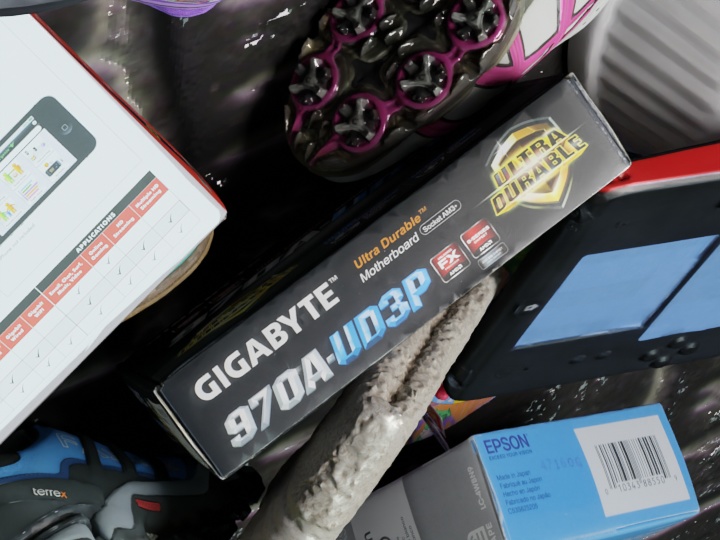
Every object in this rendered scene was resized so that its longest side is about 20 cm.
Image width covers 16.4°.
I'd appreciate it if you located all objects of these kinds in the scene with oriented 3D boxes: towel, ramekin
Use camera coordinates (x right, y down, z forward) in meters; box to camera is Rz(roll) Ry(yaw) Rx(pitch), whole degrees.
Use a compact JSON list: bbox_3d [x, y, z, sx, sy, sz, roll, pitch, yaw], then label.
[{"bbox_3d":[-0.003,0.068,1.022,0.133,0.034,0.200,-56,179,22],"label":"towel"},{"bbox_3d":[0.197,-0.116,1.126,0.202,0.094,0.203,-30,146,-23],"label":"ramekin"}]

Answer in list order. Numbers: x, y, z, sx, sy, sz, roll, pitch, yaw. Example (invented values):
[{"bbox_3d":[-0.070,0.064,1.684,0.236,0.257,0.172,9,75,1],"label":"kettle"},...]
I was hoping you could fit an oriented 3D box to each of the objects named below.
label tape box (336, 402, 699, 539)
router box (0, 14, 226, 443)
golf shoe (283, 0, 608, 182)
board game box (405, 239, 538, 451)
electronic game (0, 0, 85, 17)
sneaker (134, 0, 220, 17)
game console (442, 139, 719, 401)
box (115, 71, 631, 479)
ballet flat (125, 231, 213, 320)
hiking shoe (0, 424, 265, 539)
[{"bbox_3d":[0.049,0.136,1.251,0.143,0.067,0.200,-7,163,-44],"label":"label tape box"},{"bbox_3d":[-0.172,-0.011,0.815,0.200,0.049,0.180,-44,125,-1],"label":"router box"},{"bbox_3d":[0.056,-0.103,1.003,0.200,0.073,0.092,-44,149,-2],"label":"golf shoe"},{"bbox_3d":[0.064,0.017,1.174,0.158,0.039,0.200,-38,148,-10],"label":"board game box"},{"bbox_3d":[-0.106,-0.166,0.663,0.199,0.201,0.042,-33,-178,-17],"label":"electronic game"},{"bbox_3d":[-0.122,-0.118,0.720,0.083,0.199,0.081,137,-25,-67],"label":"sneaker"},{"bbox_3d":[0.142,-0.002,1.097,0.176,0.031,0.200,-13,157,-25],"label":"game console"},{"bbox_3d":[0.000,0.000,0.992,0.200,0.046,0.159,-38,-173,-7],"label":"box"},{"bbox_3d":[-0.148,0.021,0.931,0.199,0.068,0.072,-29,164,-23],"label":"ballet flat"},{"bbox_3d":[-0.107,0.092,1.035,0.075,0.087,0.200,-52,164,14],"label":"hiking shoe"}]
